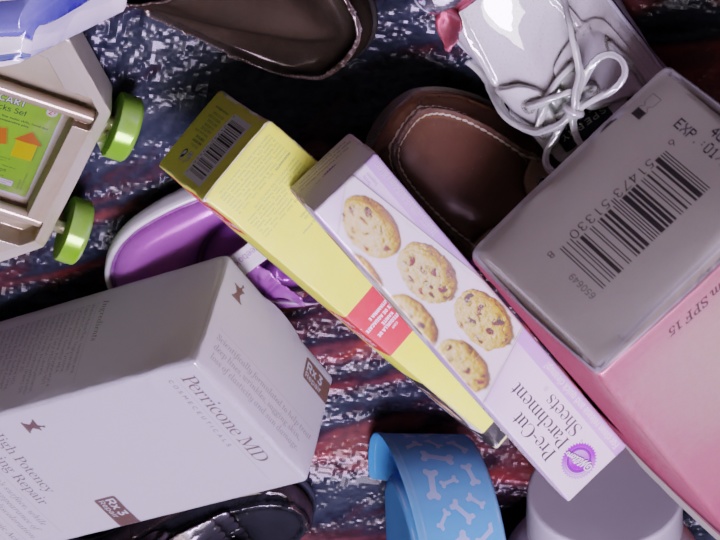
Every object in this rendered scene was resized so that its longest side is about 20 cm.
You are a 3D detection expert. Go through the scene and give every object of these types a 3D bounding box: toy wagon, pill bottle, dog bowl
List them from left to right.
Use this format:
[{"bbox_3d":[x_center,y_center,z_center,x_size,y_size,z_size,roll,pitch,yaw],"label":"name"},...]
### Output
[{"bbox_3d":[-0.181,-0.083,1.325,0.155,0.040,0.200,18,127,-17],"label":"toy wagon"},{"bbox_3d":[0.043,0.169,1.508,0.049,0.112,0.201,-11,131,-11],"label":"dog bowl"},{"bbox_3d":[0.129,0.189,1.522,0.111,0.112,0.201,-3,131,0],"label":"pill bottle"}]

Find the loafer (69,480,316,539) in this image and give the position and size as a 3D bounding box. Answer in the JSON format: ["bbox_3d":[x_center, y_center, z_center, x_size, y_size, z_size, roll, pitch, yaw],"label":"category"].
[{"bbox_3d":[-0.114,0.167,1.524,0.199,0.063,0.072,-20,128,14],"label":"loafer"}]

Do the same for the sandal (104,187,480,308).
[{"bbox_3d":[-0.027,-0.009,1.385,0.202,0.050,0.083,-9,130,3],"label":"sandal"}]

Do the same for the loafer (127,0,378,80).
[{"bbox_3d":[-0.080,-0.134,1.262,0.199,0.071,0.073,27,125,-23],"label":"loafer"}]

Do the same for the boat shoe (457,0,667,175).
[{"bbox_3d":[0.099,-0.079,1.308,0.074,0.086,0.202,-30,126,21],"label":"boat shoe"}]

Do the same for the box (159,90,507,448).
[{"bbox_3d":[0.000,0.000,1.328,0.200,0.075,0.050,42,87,-27],"label":"box"}]

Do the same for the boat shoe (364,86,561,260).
[{"bbox_3d":[0.086,-0.023,1.349,0.200,0.072,0.076,32,88,-35],"label":"boat shoe"}]

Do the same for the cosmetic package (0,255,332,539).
[{"bbox_3d":[-0.126,0.070,1.407,0.199,0.074,0.102,-16,132,32],"label":"cosmetic package"}]

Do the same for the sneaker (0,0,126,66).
[{"bbox_3d":[-0.196,-0.161,1.191,0.199,0.080,0.116,20,129,35],"label":"sneaker"}]

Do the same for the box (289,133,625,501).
[{"bbox_3d":[0.046,0.022,1.291,0.041,0.039,0.200,-42,115,-2],"label":"box"}]

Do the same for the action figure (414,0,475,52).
[{"bbox_3d":[0.060,-0.190,1.217,0.148,0.134,0.201,-13,131,-28],"label":"action figure"}]

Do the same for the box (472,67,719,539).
[{"bbox_3d":[0.163,0.028,1.299,0.128,0.109,0.200,-44,135,-1],"label":"box"}]
